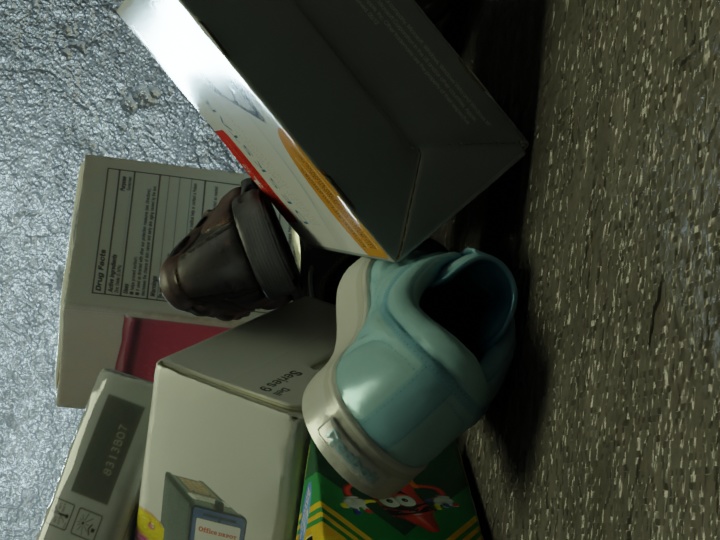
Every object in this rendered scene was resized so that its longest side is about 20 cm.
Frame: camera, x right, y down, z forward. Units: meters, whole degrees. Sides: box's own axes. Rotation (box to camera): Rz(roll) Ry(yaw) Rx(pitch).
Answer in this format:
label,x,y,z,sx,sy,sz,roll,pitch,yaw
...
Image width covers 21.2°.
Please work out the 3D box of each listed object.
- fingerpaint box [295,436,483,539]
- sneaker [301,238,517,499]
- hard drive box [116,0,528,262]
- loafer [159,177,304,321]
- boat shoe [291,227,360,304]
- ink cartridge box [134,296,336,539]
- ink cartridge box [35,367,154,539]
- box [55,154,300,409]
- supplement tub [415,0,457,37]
label,x,y,z,sx,sy,sz,roll,pitch,yaw
fingerpaint box,0.002,0.192,0.812,0.167,0.073,0.201,-101,18,-71
sneaker,0.036,0.023,0.786,0.082,0.074,0.200,-38,13,19
hard drive box,-0.025,-0.088,0.856,0.077,0.156,0.200,-40,8,-7
loafer,-0.069,-0.007,1.004,0.200,0.063,0.072,171,77,-89
boat shoe,0.000,0.000,1.103,0.068,0.072,0.201,-39,40,55
ink cartridge box,-0.040,0.129,0.954,0.145,0.087,0.201,-25,-50,-59
ink cartridge box,-0.101,0.149,0.999,0.163,0.057,0.200,-70,-20,-7
box,-0.088,0.018,1.224,0.109,0.199,0.128,104,170,-49
supplement tub,-0.012,-0.143,1.036,0.200,0.122,0.123,107,167,-59
